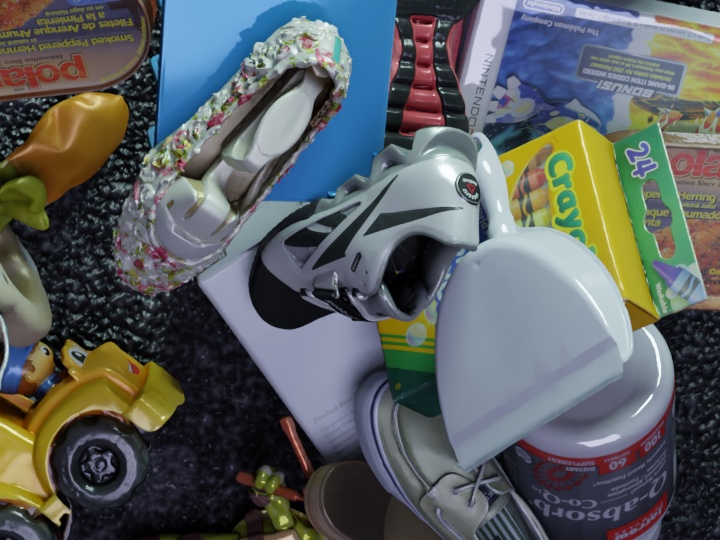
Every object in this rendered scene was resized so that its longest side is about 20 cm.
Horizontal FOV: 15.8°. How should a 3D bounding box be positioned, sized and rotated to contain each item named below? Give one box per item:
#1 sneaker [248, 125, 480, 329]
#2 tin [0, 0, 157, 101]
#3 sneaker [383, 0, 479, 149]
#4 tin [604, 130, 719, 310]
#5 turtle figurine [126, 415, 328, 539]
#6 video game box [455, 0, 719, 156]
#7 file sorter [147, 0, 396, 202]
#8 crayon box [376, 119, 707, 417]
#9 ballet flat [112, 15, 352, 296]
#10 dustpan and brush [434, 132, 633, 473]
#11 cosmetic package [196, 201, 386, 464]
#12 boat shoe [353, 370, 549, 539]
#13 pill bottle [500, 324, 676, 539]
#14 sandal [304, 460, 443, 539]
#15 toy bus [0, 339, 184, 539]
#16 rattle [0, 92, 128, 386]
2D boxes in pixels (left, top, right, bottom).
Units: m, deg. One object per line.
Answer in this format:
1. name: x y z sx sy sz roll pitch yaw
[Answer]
1. sneaker: 0.000 0.000 1.554 0.074 0.089 0.200 12 145 -34
2. tin: -0.217 -0.153 1.552 0.199 0.042 0.112 -5 131 16
3. sneaker: 0.028 -0.146 1.630 0.073 0.087 0.201 8 85 -18
4. tin: 0.217 -0.033 1.671 0.199 0.042 0.113 3 115 -12
5. turtle figurine: -0.073 0.184 1.738 0.161 0.065 0.201 -17 124 5
6. video game box: 0.146 -0.090 1.687 0.199 0.047 0.183 9 111 -14
7. file sorter: -0.059 -0.157 1.579 0.138 0.123 0.201 1 111 -12
8. crayon box: 0.101 -0.006 1.593 0.199 0.126 0.052 -24 152 24
9. ballet flat: -0.077 -0.062 1.511 0.075 0.064 0.200 32 102 -21
10. dustpan and brush: 0.088 0.003 1.541 0.139 0.201 0.057 -35 156 33
11. cosmetic package: -0.017 0.044 1.693 0.101 0.074 0.200 -32 112 3
12. boat shoe: 0.072 0.143 1.659 0.072 0.062 0.200 -46 110 -24
13. pill bottle: 0.148 0.114 1.689 0.115 0.116 0.200 -18 146 -4
14. sandal: 0.036 0.185 1.713 0.211 0.069 0.078 32 64 -29
15. toy bus: -0.238 0.099 1.652 0.192 0.136 0.200 43 96 -6
16. rattle: -0.191 -0.015 1.563 0.142 0.200 0.131 -17 108 -3
